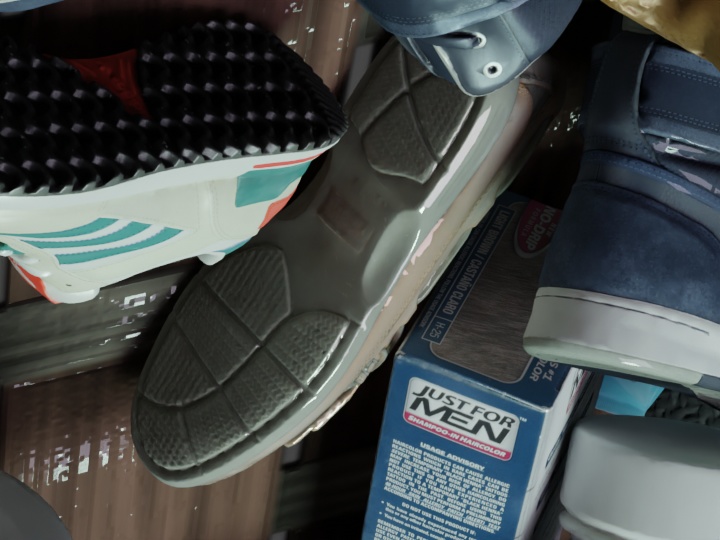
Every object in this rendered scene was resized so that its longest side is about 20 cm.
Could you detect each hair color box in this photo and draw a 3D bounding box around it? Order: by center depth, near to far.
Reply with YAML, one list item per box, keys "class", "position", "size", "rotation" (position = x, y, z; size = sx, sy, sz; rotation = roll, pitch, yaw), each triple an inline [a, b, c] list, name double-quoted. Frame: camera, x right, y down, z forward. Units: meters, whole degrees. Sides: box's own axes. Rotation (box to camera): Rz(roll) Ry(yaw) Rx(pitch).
- class: "hair color box"
  position: [0.044, 0.078, 1.012]
  size: [0.100, 0.060, 0.201]
  rotation: [-58, 165, -44]

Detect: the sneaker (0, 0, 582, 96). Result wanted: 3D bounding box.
- class: "sneaker"
  position: [-0.019, -0.095, 0.802]
  size: [0.202, 0.077, 0.146]
  rotation: [-27, 139, -8]

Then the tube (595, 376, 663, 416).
- class: "tube"
  position: [0.133, -0.019, 1.021]
  size: [0.077, 0.051, 0.200]
  rotation: [20, 124, -27]

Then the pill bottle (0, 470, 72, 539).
- class: "pill bottle"
  position: [-0.168, 0.168, 0.958]
  size: [0.111, 0.112, 0.200]
  rotation: [-7, 136, -28]

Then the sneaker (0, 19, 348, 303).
- class: "sneaker"
  position: [-0.098, -0.021, 0.823]
  size: [0.199, 0.070, 0.094]
  rotation: [-8, 143, -43]

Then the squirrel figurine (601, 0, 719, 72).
- class: "squirrel figurine"
  position: [0.154, -0.133, 0.754]
  size: [0.200, 0.142, 0.187]
  rotation: [31, 101, -3]

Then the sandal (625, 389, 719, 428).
- class: "sandal"
  position: [0.186, 0.011, 1.080]
  size: [0.200, 0.075, 0.048]
  rotation: [-41, 167, 23]

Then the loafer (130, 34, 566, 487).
- class: "loafer"
  position: [0.000, 0.000, 0.930]
  size: [0.063, 0.072, 0.200]
  rotation: [13, 121, -50]

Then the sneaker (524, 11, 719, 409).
- class: "sneaker"
  position: [0.144, -0.023, 0.934]
  size: [0.202, 0.077, 0.147]
  rotation: [19, 79, -47]

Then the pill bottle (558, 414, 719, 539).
- class: "pill bottle"
  position: [0.104, 0.159, 0.974]
  size: [0.114, 0.114, 0.201]
  rotation: [4, 98, -37]
